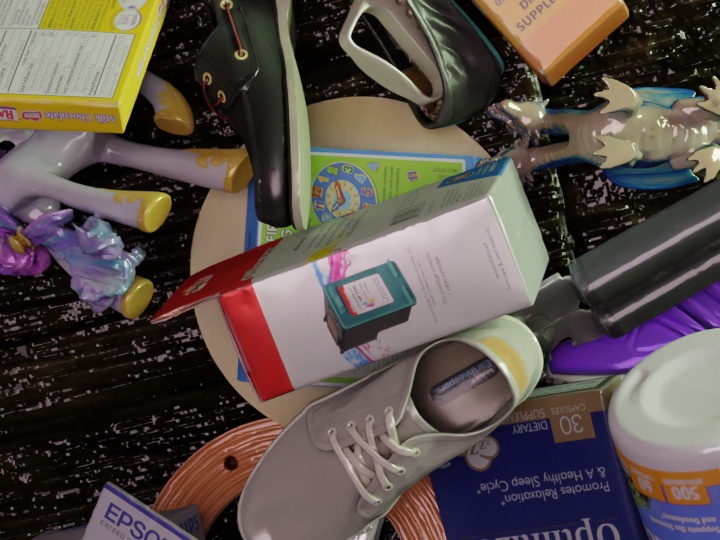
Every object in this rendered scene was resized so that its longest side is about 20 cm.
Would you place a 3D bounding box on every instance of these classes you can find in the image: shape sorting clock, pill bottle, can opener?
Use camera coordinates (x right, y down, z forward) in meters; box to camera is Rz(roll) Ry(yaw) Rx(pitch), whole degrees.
[{"bbox_3d":[0.000,0.000,1.692,0.200,0.039,0.200,0,89,4],"label":"shape sorting clock"},{"bbox_3d":[0.212,0.140,1.586,0.112,0.112,0.200,-16,120,10],"label":"pill bottle"},{"bbox_3d":[0.135,0.000,1.623,0.200,0.067,0.053,-30,127,8],"label":"can opener"}]

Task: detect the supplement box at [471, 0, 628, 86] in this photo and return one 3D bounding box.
[{"bbox_3d":[0.063,-0.201,1.667,0.067,0.069,0.200,-42,81,5],"label":"supplement box"}]

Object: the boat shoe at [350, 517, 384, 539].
[{"bbox_3d":[-0.010,0.182,1.661,0.065,0.074,0.200,7,99,4],"label":"boat shoe"}]

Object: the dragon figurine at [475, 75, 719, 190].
[{"bbox_3d":[0.167,-0.076,1.652,0.200,0.099,0.059,-1,89,-9],"label":"dragon figurine"}]

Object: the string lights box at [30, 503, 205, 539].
[{"bbox_3d":[-0.125,0.243,1.690,0.103,0.059,0.200,-13,95,22],"label":"string lights box"}]

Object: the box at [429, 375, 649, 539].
[{"bbox_3d":[0.112,0.165,1.643,0.121,0.032,0.200,-11,101,30],"label":"box"}]

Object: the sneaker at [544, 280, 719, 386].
[{"bbox_3d":[0.199,0.022,1.649,0.200,0.070,0.100,-7,76,14],"label":"sneaker"}]

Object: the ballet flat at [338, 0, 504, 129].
[{"bbox_3d":[0.005,-0.163,1.649,0.068,0.068,0.200,-44,101,-27],"label":"ballet flat"}]

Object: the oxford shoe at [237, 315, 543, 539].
[{"bbox_3d":[0.011,0.092,1.595,0.200,0.058,0.075,-35,94,14],"label":"oxford shoe"}]

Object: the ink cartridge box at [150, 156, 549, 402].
[{"bbox_3d":[-0.004,0.010,1.604,0.200,0.116,0.067,-20,99,12],"label":"ink cartridge box"}]

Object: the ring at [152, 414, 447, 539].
[{"bbox_3d":[-0.033,0.184,1.712,0.200,0.019,0.201,0,89,10],"label":"ring"}]

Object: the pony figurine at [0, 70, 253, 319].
[{"bbox_3d":[-0.189,-0.054,1.676,0.200,0.167,0.193,28,68,26],"label":"pony figurine"}]

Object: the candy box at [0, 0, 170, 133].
[{"bbox_3d":[-0.161,-0.148,1.656,0.102,0.200,0.026,1,131,11],"label":"candy box"}]

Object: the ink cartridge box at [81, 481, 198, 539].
[{"bbox_3d":[-0.093,0.245,1.623,0.197,0.047,0.200,32,108,15],"label":"ink cartridge box"}]

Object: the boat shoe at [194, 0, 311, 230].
[{"bbox_3d":[-0.061,-0.107,1.656,0.063,0.074,0.202,-8,60,-2],"label":"boat shoe"}]
